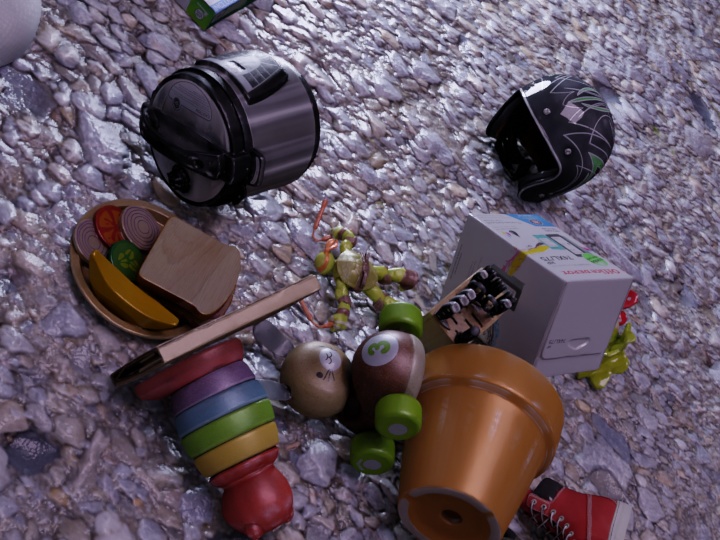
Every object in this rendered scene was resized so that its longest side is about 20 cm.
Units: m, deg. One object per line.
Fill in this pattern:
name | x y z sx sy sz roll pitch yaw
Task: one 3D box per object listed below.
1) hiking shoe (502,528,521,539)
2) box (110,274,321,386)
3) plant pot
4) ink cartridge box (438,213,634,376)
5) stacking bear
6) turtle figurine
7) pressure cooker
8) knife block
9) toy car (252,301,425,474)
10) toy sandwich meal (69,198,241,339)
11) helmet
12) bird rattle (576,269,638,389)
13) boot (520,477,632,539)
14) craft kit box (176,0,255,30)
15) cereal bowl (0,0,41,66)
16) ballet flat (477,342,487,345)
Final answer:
hiking shoe | 0.131 0.358 1.311 0.198 0.076 0.101 -4 51 -48
box | -0.157 0.066 1.182 0.198 0.163 0.022 -26 89 -32
plant pot | 0.126 0.223 1.301 0.199 0.200 0.184 37 46 -11
ink cartridge box | 0.237 0.030 1.506 0.145 0.148 0.200 -2 29 -39
stacking bear | -0.137 0.187 1.182 0.121 0.113 0.202 -14 77 -60
turtle figurine | 0.000 0.000 1.455 0.160 0.064 0.202 22 49 -25
pressure cooker | -0.167 -0.170 1.364 0.199 0.175 0.181 -22 92 -44
knife block | 0.112 0.069 1.376 0.064 0.200 0.175 51 29 5
toy car | -0.035 0.120 1.293 0.197 0.159 0.166 16 47 -14
toy sandwich meal | -0.235 -0.009 1.268 0.203 0.070 0.208 21 49 -26
helmet | 0.315 -0.220 1.771 0.198 0.191 0.202 21 48 -26
bird rattle | 0.348 0.064 1.669 0.161 0.113 0.202 16 47 -8
boot | 0.256 0.341 1.382 0.142 0.073 0.200 18 28 12
craft kit box | -0.233 -0.469 1.622 0.198 0.048 0.200 49 43 -3
cereal bowl | -0.471 -0.344 1.312 0.198 0.083 0.203 21 50 -27
ballet flat | 0.166 0.129 1.508 0.198 0.074 0.075 -2 61 -41
